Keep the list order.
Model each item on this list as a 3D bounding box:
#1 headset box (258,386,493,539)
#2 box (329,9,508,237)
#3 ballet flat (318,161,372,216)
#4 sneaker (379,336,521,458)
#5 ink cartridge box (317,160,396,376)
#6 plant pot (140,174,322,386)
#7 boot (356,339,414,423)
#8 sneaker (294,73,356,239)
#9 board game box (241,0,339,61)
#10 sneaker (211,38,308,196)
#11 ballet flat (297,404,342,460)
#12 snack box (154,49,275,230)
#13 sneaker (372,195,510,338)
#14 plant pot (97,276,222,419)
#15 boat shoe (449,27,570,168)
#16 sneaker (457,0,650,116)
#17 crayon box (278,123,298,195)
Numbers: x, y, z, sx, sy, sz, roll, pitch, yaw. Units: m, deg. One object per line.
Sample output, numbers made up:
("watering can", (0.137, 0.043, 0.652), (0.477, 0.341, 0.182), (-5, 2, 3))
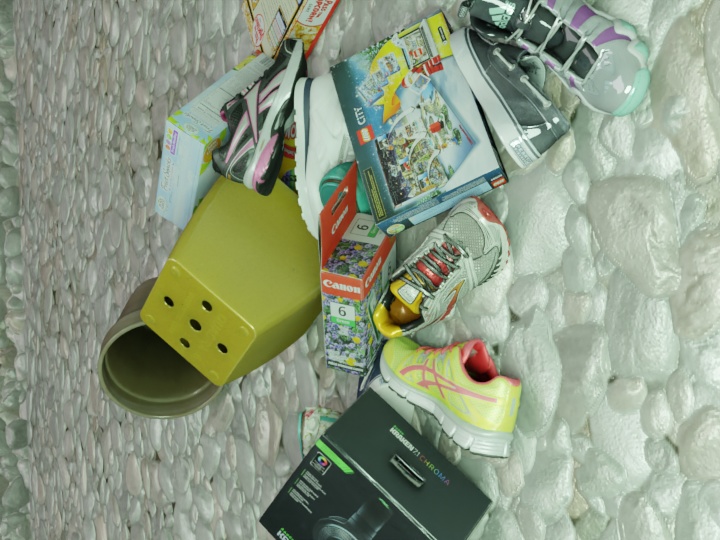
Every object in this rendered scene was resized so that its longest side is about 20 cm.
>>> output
("headset box", (0.015, 0.246, 1.012), (0.174, 0.093, 0.201), (43, 132, 9))
("box", (0.056, -0.152, 1.007), (0.135, 0.038, 0.202), (-24, 63, 17))
("ballet flat", (0.003, -0.037, 1.125), (0.067, 0.071, 0.202), (10, 131, 28))
("sneaker", (0.095, 0.103, 0.982), (0.199, 0.077, 0.091), (34, 110, 48))
("ink cartridge box", (0.000, 0.000, 1.033), (0.050, 0.109, 0.202), (12, 130, 16))
("plant pot", (-0.153, 0.016, 1.206), (0.200, 0.177, 0.200), (41, 135, 2))
("boot", (0.020, 0.181, 1.118), (0.091, 0.072, 0.202), (-98, 20, -59))
("sneaker", (-0.030, -0.131, 1.149), (0.076, 0.079, 0.203), (-7, -87, -76))
("board game box", (-0.093, -0.372, 1.323), (0.200, 0.046, 0.153), (-51, 48, 47))
("sneaker", (-0.122, -0.194, 1.170), (0.081, 0.085, 0.202), (91, -164, -66))
("ballet flat", (-0.040, 0.224, 1.189), (0.201, 0.063, 0.077), (91, 180, -61))
("snack box", (-0.183, -0.172, 1.305), (0.067, 0.200, 0.170), (31, 138, 9))
("sneaker", (0.078, 0.007, 0.977), (0.078, 0.082, 0.201), (48, 137, 15))
("plant pot", (-0.316, 0.106, 1.576), (0.174, 0.197, 0.202), (-106, 31, -53))
("boat shoe", (0.139, -0.177, 0.915), (0.067, 0.072, 0.201), (-34, 38, 15))
("sneaker", (0.145, -0.204, 0.827), (0.201, 0.138, 0.078), (62, 138, 40))
("crayon box", (-0.062, -0.136, 1.262), (0.126, 0.050, 0.203), (16, 103, 58))
